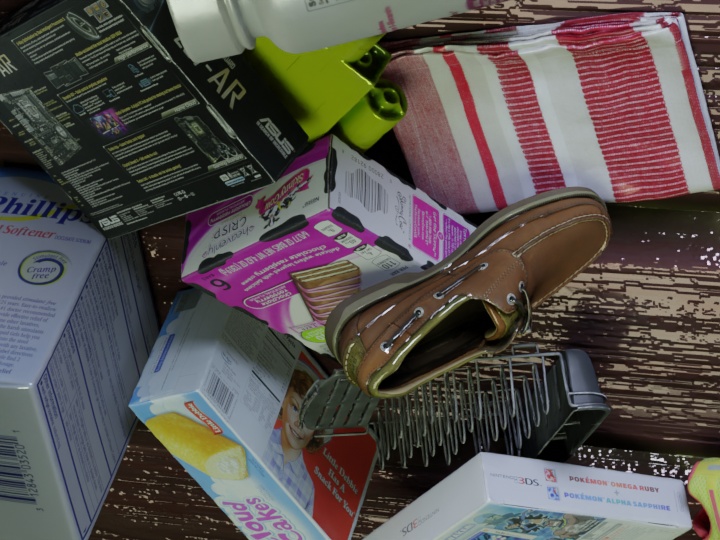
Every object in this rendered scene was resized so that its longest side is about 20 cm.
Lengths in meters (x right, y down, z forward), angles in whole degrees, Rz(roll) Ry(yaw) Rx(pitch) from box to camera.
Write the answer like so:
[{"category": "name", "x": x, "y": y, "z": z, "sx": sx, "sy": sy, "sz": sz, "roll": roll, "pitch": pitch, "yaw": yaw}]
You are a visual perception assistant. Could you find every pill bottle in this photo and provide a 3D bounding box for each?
[{"category": "pill bottle", "x": -0.005, "y": -0.181, "z": 0.991, "sx": 0.200, "sy": 0.113, "sz": 0.113, "roll": -13, "pitch": 132, "yaw": 5}]

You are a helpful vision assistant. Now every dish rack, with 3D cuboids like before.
[{"category": "dish rack", "x": 0.059, "y": 0.100, "z": 1.287, "sx": 0.200, "sy": 0.055, "sz": 0.153, "roll": -3, "pitch": 158, "yaw": -10}]

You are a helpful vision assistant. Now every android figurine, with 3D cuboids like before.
[{"category": "android figurine", "x": -0.062, "y": -0.132, "z": 1.142, "sx": 0.182, "sy": 0.041, "sz": 0.200, "roll": 36, "pitch": 144, "yaw": -9}]

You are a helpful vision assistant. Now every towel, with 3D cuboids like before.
[{"category": "towel", "x": 0.115, "y": -0.092, "z": 1.154, "sx": 0.200, "sy": 0.023, "sz": 0.144, "roll": -4, "pitch": 134, "yaw": 22}]

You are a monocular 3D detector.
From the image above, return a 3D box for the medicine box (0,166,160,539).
[{"category": "medicine box", "x": -0.224, "y": 0.061, "z": 1.296, "sx": 0.103, "sy": 0.200, "sz": 0.182, "roll": 7, "pitch": 137, "yaw": 12}]

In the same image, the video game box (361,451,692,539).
[{"category": "video game box", "x": 0.116, "y": 0.203, "z": 1.394, "sx": 0.182, "sy": 0.047, "sz": 0.200, "roll": 9, "pitch": 148, "yaw": -29}]

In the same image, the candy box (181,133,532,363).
[{"category": "candy box", "x": 0.000, "y": 0.000, "z": 1.221, "sx": 0.136, "sy": 0.061, "sz": 0.200, "roll": -24, "pitch": 141, "yaw": 37}]

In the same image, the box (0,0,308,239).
[{"category": "box", "x": -0.148, "y": -0.106, "z": 1.158, "sx": 0.160, "sy": 0.044, "sz": 0.200, "roll": 50, "pitch": 145, "yaw": -19}]

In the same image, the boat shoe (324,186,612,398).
[{"category": "boat shoe", "x": 0.079, "y": 0.021, "z": 1.152, "sx": 0.200, "sy": 0.068, "sz": 0.072, "roll": -31, "pitch": 130, "yaw": -7}]

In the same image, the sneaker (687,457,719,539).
[{"category": "sneaker", "x": 0.295, "y": 0.201, "z": 1.373, "sx": 0.090, "sy": 0.078, "sz": 0.200, "roll": 8, "pitch": 138, "yaw": 32}]

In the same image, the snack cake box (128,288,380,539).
[{"category": "snack cake box", "x": -0.073, "y": 0.114, "z": 1.366, "sx": 0.067, "sy": 0.115, "sz": 0.200, "roll": -15, "pitch": 128, "yaw": 31}]
